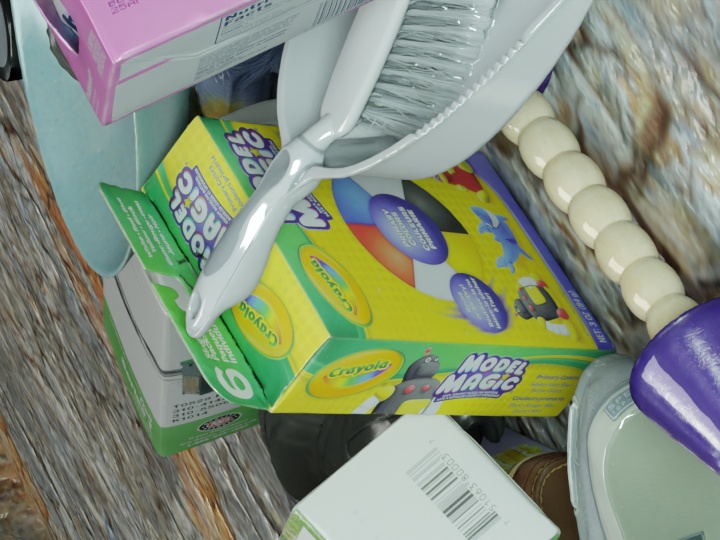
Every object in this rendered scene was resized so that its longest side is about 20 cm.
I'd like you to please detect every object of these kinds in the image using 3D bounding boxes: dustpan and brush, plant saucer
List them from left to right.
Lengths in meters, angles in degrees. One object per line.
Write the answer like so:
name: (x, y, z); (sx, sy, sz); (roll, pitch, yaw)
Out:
plant saucer: (-0.105, -0.099, 1.154); (0.201, 0.038, 0.202); (168, 90, -72)
dustpan and brush: (-0.002, -0.058, 1.001); (0.140, 0.057, 0.201); (46, 115, 53)

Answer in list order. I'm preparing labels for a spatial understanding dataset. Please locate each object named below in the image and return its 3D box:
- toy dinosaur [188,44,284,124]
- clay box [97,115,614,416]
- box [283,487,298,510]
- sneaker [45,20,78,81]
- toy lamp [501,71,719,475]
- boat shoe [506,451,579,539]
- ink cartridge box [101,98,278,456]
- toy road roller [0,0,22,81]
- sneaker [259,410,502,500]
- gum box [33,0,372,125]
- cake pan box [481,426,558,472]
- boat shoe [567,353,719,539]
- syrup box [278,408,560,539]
toy dinosaur: (-0.076, -0.106, 1.410); (0.200, 0.104, 0.182); (-112, 27, -50)
clay box: (0.000, 0.000, 1.095); (0.048, 0.199, 0.115); (-49, 58, 28)
box: (0.001, 0.119, 1.564); (0.200, 0.048, 0.159); (45, 155, 54)
sneaker: (-0.040, -0.144, 1.001); (0.091, 0.200, 0.076); (39, -169, 18)
toy lamp: (0.093, -0.009, 0.991); (0.058, 0.058, 0.201); (84, 160, -53)
boat shoe: (0.122, 0.166, 1.167); (0.067, 0.072, 0.201); (-28, 83, 59)
ink cartridge box: (-0.042, -0.001, 1.308); (0.200, 0.145, 0.085); (101, 148, -68)
toy road roller: (-0.157, -0.189, 1.502); (0.200, 0.122, 0.147); (-153, 55, -68)
sneaker: (0.009, 0.075, 1.269); (0.200, 0.075, 0.091); (125, 136, -59)
gum box: (-0.031, -0.141, 0.916); (0.114, 0.199, 0.066); (61, 166, 10)
cake pan box: (0.079, 0.170, 1.359); (0.201, 0.052, 0.184); (69, 168, -12)
boat shoe: (0.124, 0.123, 1.093); (0.072, 0.070, 0.202); (-120, 14, -65)
syrup box: (0.008, 0.140, 1.173); (0.079, 0.081, 0.200); (46, 155, 12)
